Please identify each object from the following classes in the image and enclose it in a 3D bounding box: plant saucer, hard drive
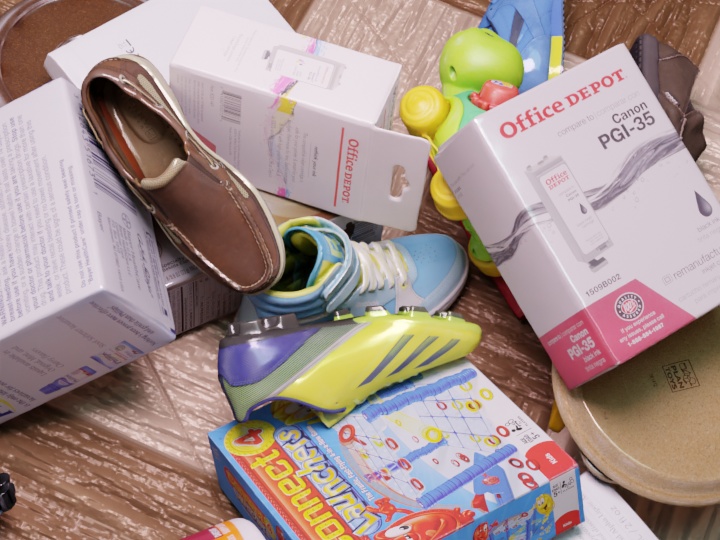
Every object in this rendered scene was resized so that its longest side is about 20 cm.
[{"bbox_3d":[-0.228,-0.167,1.529,0.199,0.032,0.201,3,58,-5],"label":"plant saucer"},{"bbox_3d":[-0.141,-0.165,1.507,0.200,0.027,0.132,-35,81,-33],"label":"hard drive"}]

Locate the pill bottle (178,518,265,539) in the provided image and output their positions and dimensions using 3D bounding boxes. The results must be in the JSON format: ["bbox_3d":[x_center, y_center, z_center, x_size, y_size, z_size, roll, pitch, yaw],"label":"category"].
[{"bbox_3d":[-0.148,0.252,1.238,0.199,0.113,0.113,-20,63,-17],"label":"pill bottle"}]

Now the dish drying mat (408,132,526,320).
[{"bbox_3d":[0.116,-0.051,1.503,0.077,0.018,0.200,-20,63,-16],"label":"dish drying mat"}]

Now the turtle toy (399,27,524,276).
[{"bbox_3d":[0.099,-0.100,1.428,0.101,0.146,0.201,-24,61,9],"label":"turtle toy"}]

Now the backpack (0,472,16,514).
[{"bbox_3d":[-0.341,0.190,1.226,0.134,0.183,0.201,16,70,13],"label":"backpack"}]

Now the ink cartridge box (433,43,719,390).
[{"bbox_3d":[0.167,-0.039,1.309,0.146,0.083,0.200,-28,84,-23],"label":"ink cartridge box"}]

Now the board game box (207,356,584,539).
[{"bbox_3d":[0.022,0.146,1.308,0.195,0.056,0.200,-25,39,-20],"label":"board game box"}]

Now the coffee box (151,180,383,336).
[{"bbox_3d":[-0.094,-0.042,1.438,0.199,0.080,0.115,-22,61,-18],"label":"coffee box"}]

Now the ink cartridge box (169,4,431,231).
[{"bbox_3d":[-0.039,-0.111,1.370,0.199,0.117,0.068,18,55,7],"label":"ink cartridge box"}]

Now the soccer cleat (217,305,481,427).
[{"bbox_3d":[-0.007,0.069,1.328,0.199,0.065,0.084,-5,89,-19],"label":"soccer cleat"}]

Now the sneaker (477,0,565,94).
[{"bbox_3d":[0.136,-0.229,1.585,0.078,0.066,0.201,5,59,1],"label":"sneaker"}]

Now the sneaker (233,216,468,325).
[{"bbox_3d":[0.000,0.000,1.395,0.199,0.131,0.080,-23,62,-18],"label":"sneaker"}]

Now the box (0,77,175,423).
[{"bbox_3d":[-0.256,-0.006,1.338,0.199,0.105,0.184,-24,60,16],"label":"box"}]

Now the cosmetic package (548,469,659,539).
[{"bbox_3d":[0.117,0.240,1.298,0.200,0.074,0.102,-33,67,-24],"label":"cosmetic package"}]

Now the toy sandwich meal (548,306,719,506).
[{"bbox_3d":[0.228,0.088,1.364,0.204,0.070,0.206,5,61,-10],"label":"toy sandwich meal"}]

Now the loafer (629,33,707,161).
[{"bbox_3d":[0.249,-0.107,1.482,0.071,0.073,0.201,13,57,-7],"label":"loafer"}]

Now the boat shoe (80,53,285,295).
[{"bbox_3d":[-0.133,-0.063,1.309,0.075,0.075,0.202,-40,89,15],"label":"boat shoe"}]
